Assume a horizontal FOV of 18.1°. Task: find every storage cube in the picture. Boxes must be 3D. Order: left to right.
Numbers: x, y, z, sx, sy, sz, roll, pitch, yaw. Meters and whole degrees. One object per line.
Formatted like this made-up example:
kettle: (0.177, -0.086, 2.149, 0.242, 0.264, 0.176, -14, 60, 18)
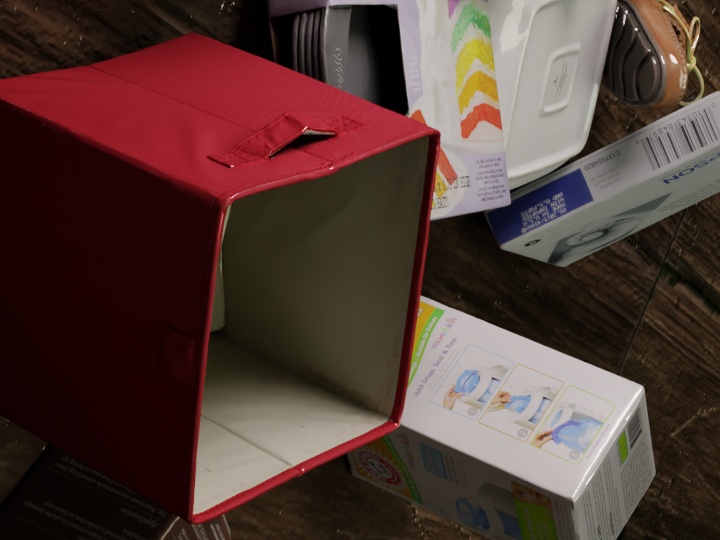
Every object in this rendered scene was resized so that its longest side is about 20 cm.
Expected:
storage cube: (-0.088, -0.002, 1.162, 0.171, 0.180, 0.201, -22, 128, -47)

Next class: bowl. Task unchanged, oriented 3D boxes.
bowl: (0.107, -0.140, 1.553, 0.200, 0.075, 0.201, -20, 127, -55)

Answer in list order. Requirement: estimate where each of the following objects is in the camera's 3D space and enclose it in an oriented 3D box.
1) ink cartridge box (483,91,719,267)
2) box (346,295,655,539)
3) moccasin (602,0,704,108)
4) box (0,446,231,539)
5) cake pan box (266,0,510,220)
ink cartridge box: (0.215, -0.062, 1.685, 0.200, 0.199, 0.041, 8, 58, -65)
box: (0.090, 0.112, 1.555, 0.101, 0.200, 0.113, -53, 150, -26)
moccasin: (0.210, -0.160, 1.618, 0.201, 0.077, 0.074, -104, -156, -75)
box: (-0.169, 0.189, 1.250, 0.200, 0.100, 0.075, -52, 148, -29)
cake pan box: (0.016, -0.118, 1.359, 0.200, 0.052, 0.185, -9, 91, -57)
